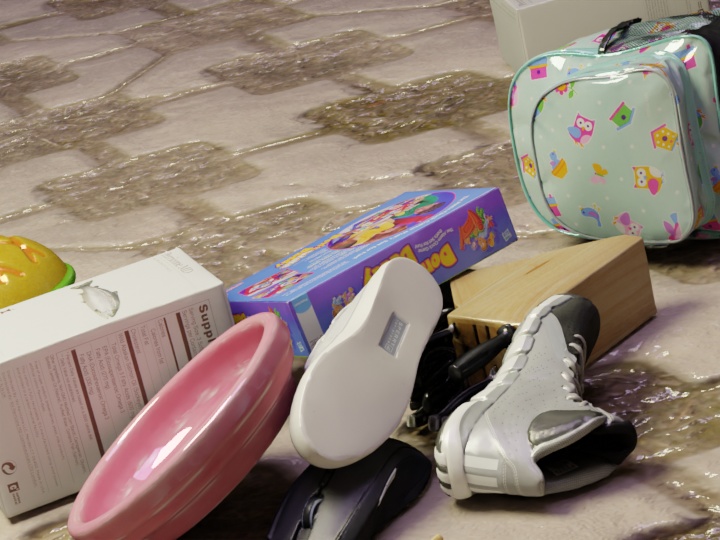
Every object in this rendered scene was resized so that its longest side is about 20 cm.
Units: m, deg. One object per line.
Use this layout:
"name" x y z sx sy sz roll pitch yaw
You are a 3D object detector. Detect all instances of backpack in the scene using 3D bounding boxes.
"backpack" 0.211 -0.105 1.896 0.199 0.177 0.153 0 20 42

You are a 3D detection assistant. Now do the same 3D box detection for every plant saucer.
"plant saucer" -0.111 0.116 1.610 0.200 0.051 0.201 -44 12 12

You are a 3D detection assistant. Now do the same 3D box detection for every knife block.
"knife block" 0.121 0.052 1.707 0.198 0.064 0.176 -13 21 1

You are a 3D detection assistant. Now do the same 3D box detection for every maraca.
"maraca" -0.312 0.037 1.953 0.136 0.108 0.200 -9 20 33

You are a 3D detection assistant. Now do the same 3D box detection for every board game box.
"board game box" 0.000 0.000 1.800 0.199 0.045 0.134 -29 14 -27

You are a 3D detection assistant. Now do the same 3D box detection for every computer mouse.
"computer mouse" 0.001 0.153 1.545 0.140 0.046 0.200 1 25 38

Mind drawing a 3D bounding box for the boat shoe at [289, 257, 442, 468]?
"boat shoe" -0.007 0.069 1.615 0.069 0.072 0.201 -43 17 41

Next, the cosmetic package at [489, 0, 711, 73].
"cosmetic package" 0.239 -0.261 2.403 0.199 0.085 0.108 -16 23 -10

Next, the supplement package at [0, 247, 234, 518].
"supplement package" -0.193 0.079 1.758 0.199 0.118 0.117 -20 19 -17

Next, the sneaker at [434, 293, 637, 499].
"sneaker" 0.143 0.091 1.598 0.115 0.075 0.200 7 39 33

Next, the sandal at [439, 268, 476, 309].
"sandal" 0.035 -0.001 1.916 0.199 0.048 0.075 6 28 41
